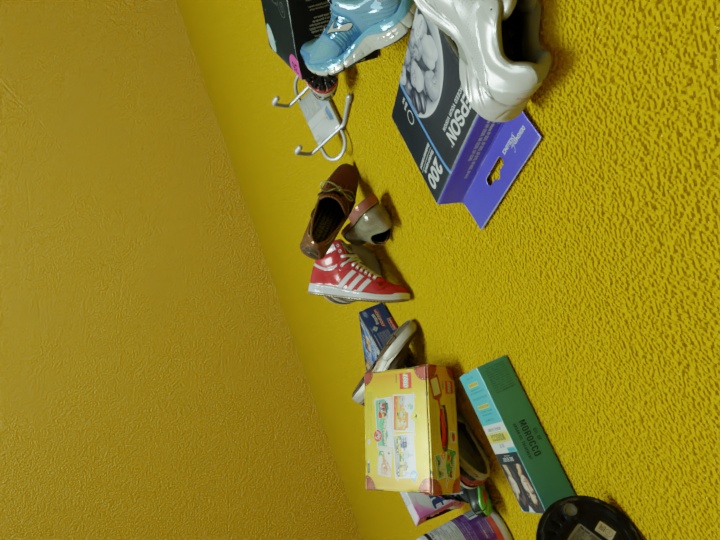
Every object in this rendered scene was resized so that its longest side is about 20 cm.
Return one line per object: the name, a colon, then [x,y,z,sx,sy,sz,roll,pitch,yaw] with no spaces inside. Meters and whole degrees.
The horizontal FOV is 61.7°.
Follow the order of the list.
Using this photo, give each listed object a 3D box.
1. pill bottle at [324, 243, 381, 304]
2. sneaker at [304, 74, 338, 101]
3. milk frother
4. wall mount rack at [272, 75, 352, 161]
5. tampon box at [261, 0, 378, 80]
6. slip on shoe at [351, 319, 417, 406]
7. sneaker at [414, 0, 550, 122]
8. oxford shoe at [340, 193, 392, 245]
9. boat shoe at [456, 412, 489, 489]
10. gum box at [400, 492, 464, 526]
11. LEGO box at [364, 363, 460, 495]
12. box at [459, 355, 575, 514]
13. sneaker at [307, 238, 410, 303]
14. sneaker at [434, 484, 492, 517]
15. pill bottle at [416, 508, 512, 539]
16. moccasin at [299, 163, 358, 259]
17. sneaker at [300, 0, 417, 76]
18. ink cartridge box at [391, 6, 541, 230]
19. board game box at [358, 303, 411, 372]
pill bottle: [-0.034,0.014,1.281,0.200,0.114,0.115,152,97,-75]
sneaker: [-0.083,-0.375,1.002,0.082,0.077,0.202,87,172,-80]
milk frother: [0.233,0.398,0.683,0.181,0.199,0.189,51,157,40]
wall mount rack: [-0.077,-0.309,1.107,0.173,0.074,0.201,-35,73,35]
tampon box: [-0.068,-0.399,0.836,0.150,0.125,0.201,-125,21,-46]
slip on shoe: [0.058,0.184,1.149,0.060,0.201,0.076,33,-165,-1]
sneaker: [0.113,-0.241,0.536,0.201,0.078,0.099,60,158,1]
oxford shoe: [0.014,-0.069,1.100,0.075,0.070,0.200,50,170,6]
boat shoe: [0.156,0.277,1.042,0.201,0.071,0.063,60,156,27]
gum box: [0.125,0.407,1.234,0.066,0.113,0.201,91,154,-55]
LEGO box: [0.084,0.267,1.017,0.148,0.077,0.202,-15,69,44]
box: [0.209,0.223,0.822,0.082,0.049,0.201,113,135,-69]
sneaker: [0.000,0.000,1.122,0.071,0.198,0.114,20,-103,-71]
sneaker: [0.175,0.398,1.099,0.077,0.083,0.200,66,167,-11]
pill bottle: [0.163,0.507,1.062,0.111,0.199,0.112,159,90,-75]
moccasin: [-0.052,-0.117,1.090,0.073,0.202,0.078,31,150,-4]
sneaker: [-0.010,-0.309,0.733,0.199,0.079,0.090,-10,127,48]
ink cartridge box: [0.106,-0.167,0.691,0.201,0.043,0.198,63,163,19]
board game box: [0.062,0.208,1.299,0.201,0.061,0.201,91,154,-56]
